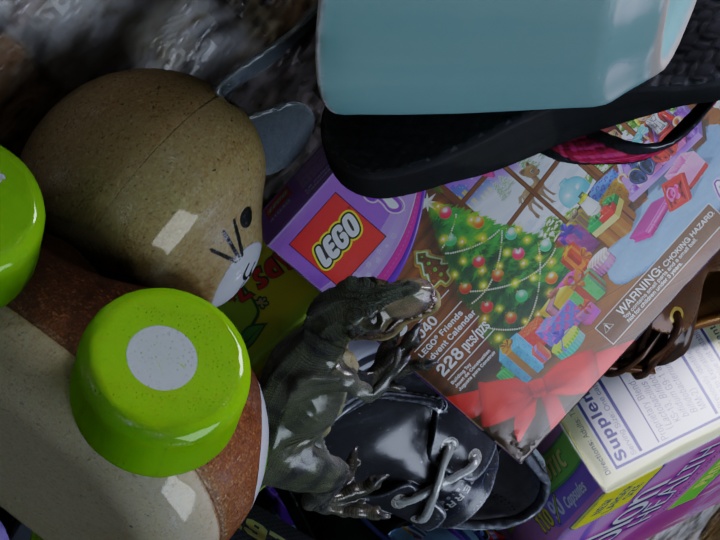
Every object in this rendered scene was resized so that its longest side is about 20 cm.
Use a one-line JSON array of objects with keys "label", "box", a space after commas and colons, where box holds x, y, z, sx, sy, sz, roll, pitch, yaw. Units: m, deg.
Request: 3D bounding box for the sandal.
[{"label": "sandal", "box": [0.084, -0.067, 1.053, 0.199, 0.075, 0.045, -17, 136, 6]}]

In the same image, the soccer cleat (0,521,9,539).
[{"label": "soccer cleat", "box": [-0.157, 0.182, 1.139, 0.076, 0.067, 0.201, 8, 105, -30]}]

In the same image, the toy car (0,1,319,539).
[{"label": "toy car", "box": [-0.065, -0.006, 1.002, 0.200, 0.158, 0.164, -49, 170, -29]}]

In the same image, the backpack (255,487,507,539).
[{"label": "backpack", "box": [0.004, 0.179, 1.295, 0.134, 0.200, 0.183, -5, 130, -56]}]

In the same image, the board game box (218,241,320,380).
[{"label": "board game box", "box": [0.000, 0.000, 1.184, 0.200, 0.048, 0.102, -42, 156, 2]}]

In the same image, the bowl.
[{"label": "bowl", "box": [0.067, -0.135, 0.976, 0.201, 0.105, 0.202, 17, 90, -80]}]

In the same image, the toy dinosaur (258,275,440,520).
[{"label": "toy dinosaur", "box": [-0.018, 0.061, 1.069, 0.088, 0.048, 0.200, -8, 140, -47]}]

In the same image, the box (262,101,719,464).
[{"label": "box", "box": [0.076, -0.045, 1.110, 0.200, 0.137, 0.039, -48, -162, 5]}]

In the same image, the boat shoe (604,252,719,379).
[{"label": "boat shoe", "box": [0.112, 0.008, 1.223, 0.200, 0.068, 0.072, -22, 160, -48]}]

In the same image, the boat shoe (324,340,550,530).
[{"label": "boat shoe", "box": [0.024, 0.072, 1.198, 0.072, 0.068, 0.200, -44, 156, 8]}]

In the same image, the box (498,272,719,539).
[{"label": "box", "box": [0.135, 0.059, 1.374, 0.199, 0.097, 0.176, -22, 163, -27]}]

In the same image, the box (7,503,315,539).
[{"label": "box", "box": [-0.096, 0.179, 1.184, 0.200, 0.157, 0.051, -58, -175, 18]}]
